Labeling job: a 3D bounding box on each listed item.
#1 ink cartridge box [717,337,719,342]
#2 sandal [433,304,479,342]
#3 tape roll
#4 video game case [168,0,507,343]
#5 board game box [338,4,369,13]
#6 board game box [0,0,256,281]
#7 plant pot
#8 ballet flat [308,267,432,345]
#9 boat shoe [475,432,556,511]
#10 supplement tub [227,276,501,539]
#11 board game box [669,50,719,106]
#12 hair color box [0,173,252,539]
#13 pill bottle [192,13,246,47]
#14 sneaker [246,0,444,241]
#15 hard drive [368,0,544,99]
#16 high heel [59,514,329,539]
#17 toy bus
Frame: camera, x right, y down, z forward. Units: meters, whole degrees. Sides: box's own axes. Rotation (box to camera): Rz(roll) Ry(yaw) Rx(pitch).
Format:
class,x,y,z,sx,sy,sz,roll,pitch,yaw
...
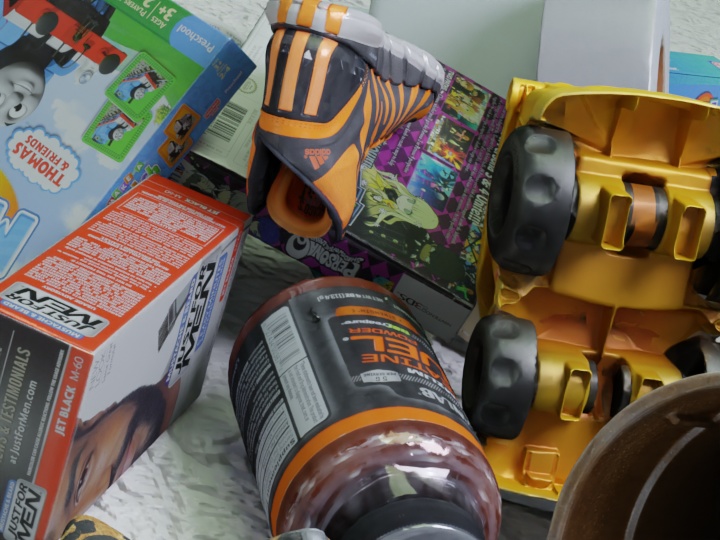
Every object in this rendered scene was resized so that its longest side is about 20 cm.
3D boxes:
class,x,y,z,sx,sy,sz,roll,pitch,yaw
ink cartridge box,0.250,0.029,1.136,0.199,0.146,0.084,13,5,-43
sandal,0.039,0.012,1.160,0.211,0.078,0.070,33,31,15
tape roll,0.147,-0.088,1.168,0.066,0.201,0.200,3,21,12
video game case,0.001,-0.068,1.113,0.181,0.036,0.200,28,38,-3
board game box,0.034,-0.135,1.489,0.147,0.065,0.200,3,27,-31
board game box,-0.171,-0.070,1.040,0.151,0.200,0.037,34,-5,32
plant pot,0.217,0.146,0.877,0.200,0.201,0.198,37,20,35
ballet flat,0.000,0.000,1.116,0.072,0.072,0.201,6,43,-28
boat shoe,0.154,0.109,1.047,0.199,0.072,0.068,16,24,10
supplement tub,0.004,0.092,0.916,0.106,0.107,0.200,10,25,-20
board game box,0.159,-0.080,1.352,0.199,0.153,0.045,2,27,-35
hair color box,-0.123,0.039,0.928,0.064,0.111,0.200,23,24,10
pill bottle,-0.114,-0.070,1.169,0.112,0.113,0.200,16,26,-6
sneaker,-0.016,-0.072,1.022,0.077,0.113,0.200,14,1,19
hard drive,0.059,-0.098,1.242,0.131,0.201,0.026,3,-17,20
high heel,-0.064,0.116,0.763,0.071,0.143,0.200,4,28,-31
toy bus,0.112,-0.001,0.998,0.135,0.201,0.192,7,12,-13
